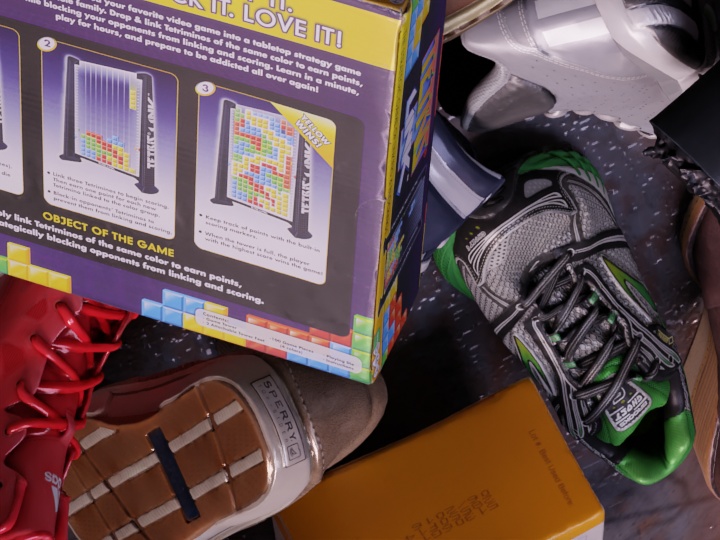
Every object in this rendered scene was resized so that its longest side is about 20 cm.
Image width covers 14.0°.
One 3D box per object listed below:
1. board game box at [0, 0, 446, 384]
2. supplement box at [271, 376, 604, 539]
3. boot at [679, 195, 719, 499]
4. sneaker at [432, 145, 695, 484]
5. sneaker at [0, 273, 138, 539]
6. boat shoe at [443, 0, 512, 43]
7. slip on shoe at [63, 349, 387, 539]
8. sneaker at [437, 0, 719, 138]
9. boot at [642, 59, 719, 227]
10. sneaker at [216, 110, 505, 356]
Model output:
[{"bbox_3d":[-0.075,-0.063,0.971,0.200,0.057,0.165,17,134,12],"label":"board game box"},{"bbox_3d":[0.035,0.138,1.290,0.126,0.074,0.200,-25,156,-10],"label":"supplement box"},{"bbox_3d":[0.202,0.051,1.274,0.072,0.166,0.200,-15,137,-20],"label":"boot"},{"bbox_3d":[0.097,0.020,1.238,0.078,0.085,0.200,-36,140,5],"label":"sneaker"},{"bbox_3d":[-0.109,0.044,1.103,0.200,0.116,0.078,-47,138,16],"label":"sneaker"},{"bbox_3d":[-0.024,-0.108,1.006,0.200,0.072,0.068,-16,138,15],"label":"boat shoe"},{"bbox_3d":[-0.060,0.067,1.138,0.061,0.076,0.200,-23,177,-32],"label":"slip on shoe"},{"bbox_3d":[0.091,-0.083,1.158,0.115,0.075,0.200,-13,163,20],"label":"sneaker"},{"bbox_3d":[0.205,-0.067,1.101,0.168,0.076,0.200,-50,143,9],"label":"boot"},{"bbox_3d":[0.000,0.000,1.167,0.108,0.070,0.200,-43,159,-19],"label":"sneaker"}]
